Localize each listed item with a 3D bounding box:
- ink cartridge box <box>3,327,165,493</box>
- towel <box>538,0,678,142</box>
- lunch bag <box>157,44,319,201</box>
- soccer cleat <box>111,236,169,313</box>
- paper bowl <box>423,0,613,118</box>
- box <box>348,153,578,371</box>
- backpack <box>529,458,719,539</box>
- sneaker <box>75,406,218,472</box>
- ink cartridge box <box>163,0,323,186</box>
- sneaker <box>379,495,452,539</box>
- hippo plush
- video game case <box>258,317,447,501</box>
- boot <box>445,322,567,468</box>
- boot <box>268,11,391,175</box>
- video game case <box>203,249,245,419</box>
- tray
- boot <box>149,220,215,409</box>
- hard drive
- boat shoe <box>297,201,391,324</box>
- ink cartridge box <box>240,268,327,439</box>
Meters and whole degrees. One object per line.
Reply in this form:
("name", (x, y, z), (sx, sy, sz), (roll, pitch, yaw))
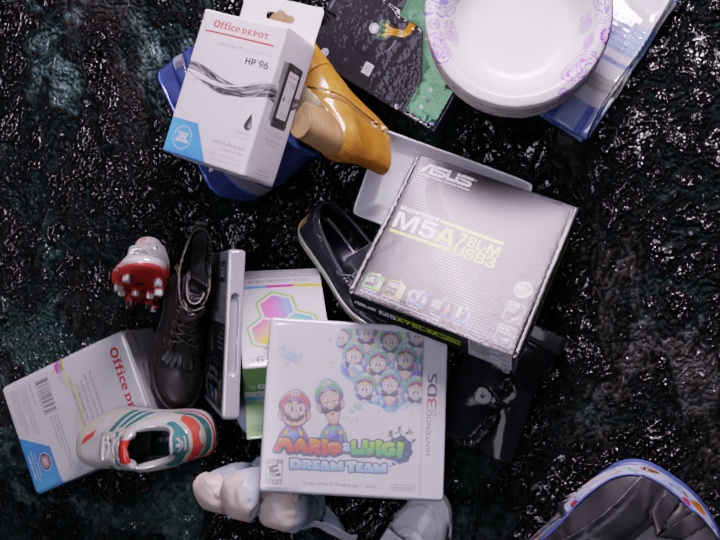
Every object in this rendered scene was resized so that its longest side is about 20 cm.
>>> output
("ink cartridge box", (-0.339, 0.178, 1.277), (0.197, 0.084, 0.147), (-24, 82, 18))
("towel", (0.250, -0.266, 1.124), (0.146, 0.024, 0.202), (35, 99, 17))
("lunch bag", (-0.156, -0.190, 1.199), (0.131, 0.136, 0.202), (-31, 76, 14))
("soccer cleat", (-0.263, -0.005, 1.209), (0.067, 0.200, 0.087), (7, 76, -9))
("paper bowl", (0.170, -0.269, 1.077), (0.197, 0.104, 0.205), (0, 89, 9))
("box", (0.114, -0.014, 1.084), (0.197, 0.048, 0.195), (21, 68, 17))
("backpack", (0.280, 0.300, 1.032), (0.200, 0.154, 0.191), (43, 109, 9))
("sneaker", (-0.268, 0.198, 1.155), (0.196, 0.093, 0.072), (-7, 88, 24))
("ink cartridge box", (-0.126, -0.207, 1.076), (0.114, 0.068, 0.204), (18, 91, 26))
("sneaker", (0.036, 0.345, 1.130), (0.074, 0.115, 0.202), (31, 98, 16))
("hippo plush", (-0.081, 0.209, 1.135), (0.196, 0.159, 0.164), (15, 78, -7))
("video game case", (-0.006, 0.148, 1.067), (0.196, 0.024, 0.186), (4, 78, -3))
("boot", (0.116, 0.109, 1.130), (0.198, 0.076, 0.170), (29, 94, 11))
("boot", (-0.037, -0.204, 1.160), (0.070, 0.143, 0.204), (-36, 55, 30))
("video game case", (-0.162, 0.070, 1.173), (0.023, 0.200, 0.186), (3, 89, -15))
("tray", (0.096, -0.084, 1.171), (0.197, 0.022, 0.109), (22, 95, 18))
("boot", (-0.209, 0.059, 1.176), (0.068, 0.174, 0.204), (4, 75, -14))
("hard drive", (0.045, -0.271, 1.185), (0.198, 0.038, 0.141), (32, 99, 17))
("boat shoe", (0.000, 0.000, 1.170), (0.201, 0.074, 0.063), (51, 140, 16))
("ink cartridge box", (-0.087, 0.090, 1.135), (0.102, 0.060, 0.202), (-3, 46, -8))
